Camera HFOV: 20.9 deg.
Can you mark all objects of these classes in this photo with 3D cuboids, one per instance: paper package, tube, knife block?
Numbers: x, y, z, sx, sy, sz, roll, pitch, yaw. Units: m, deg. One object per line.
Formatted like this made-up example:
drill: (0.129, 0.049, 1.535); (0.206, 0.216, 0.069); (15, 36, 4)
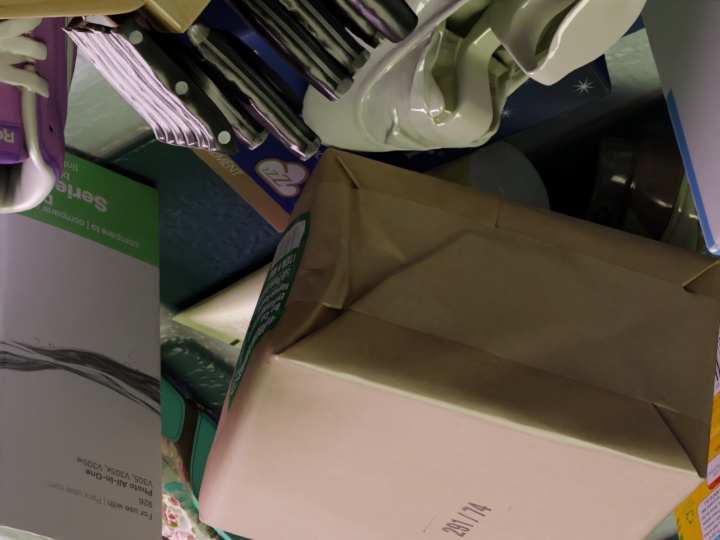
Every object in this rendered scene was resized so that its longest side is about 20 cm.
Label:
paper package: (0.040, 0.059, 0.852); (0.191, 0.103, 0.200); (15, 151, -6)
tube: (0.000, 0.000, 0.912); (0.200, 0.052, 0.058); (-30, 95, 41)
knife block: (-0.063, -0.134, 0.640); (0.176, 0.200, 0.064); (-8, -170, -27)

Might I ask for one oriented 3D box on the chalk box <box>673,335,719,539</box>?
chalk box: (0.273, 0.095, 1.011); (0.200, 0.124, 0.124); (10, 141, -20)

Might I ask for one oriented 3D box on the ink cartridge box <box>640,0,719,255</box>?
ink cartridge box: (0.222, -0.063, 0.769); (0.200, 0.145, 0.085); (12, 139, -26)

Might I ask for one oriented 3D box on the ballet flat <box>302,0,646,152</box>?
ballet flat: (0.049, -0.087, 0.730); (0.069, 0.069, 0.200); (25, 133, -35)

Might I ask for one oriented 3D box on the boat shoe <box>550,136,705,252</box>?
boat shoe: (0.102, -0.002, 0.907); (0.066, 0.072, 0.201); (21, 146, -7)

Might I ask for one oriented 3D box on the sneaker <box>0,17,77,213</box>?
sneaker: (-0.130, -0.101, 0.697); (0.073, 0.114, 0.200); (-3, 142, -2)

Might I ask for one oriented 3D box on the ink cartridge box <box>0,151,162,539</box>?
ink cartridge box: (-0.157, 0.065, 0.843); (0.084, 0.200, 0.146); (24, 134, -33)

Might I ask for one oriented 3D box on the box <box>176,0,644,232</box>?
box: (0.018, -0.090, 0.802); (0.200, 0.032, 0.121); (-24, 140, 20)

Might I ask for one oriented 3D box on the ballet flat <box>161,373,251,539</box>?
ballet flat: (-0.112, 0.093, 1.004); (0.064, 0.076, 0.200); (-15, 134, 24)

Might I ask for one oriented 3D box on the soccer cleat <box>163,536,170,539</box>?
soccer cleat: (-0.135, 0.177, 1.104); (0.200, 0.073, 0.068); (-16, 143, 13)
